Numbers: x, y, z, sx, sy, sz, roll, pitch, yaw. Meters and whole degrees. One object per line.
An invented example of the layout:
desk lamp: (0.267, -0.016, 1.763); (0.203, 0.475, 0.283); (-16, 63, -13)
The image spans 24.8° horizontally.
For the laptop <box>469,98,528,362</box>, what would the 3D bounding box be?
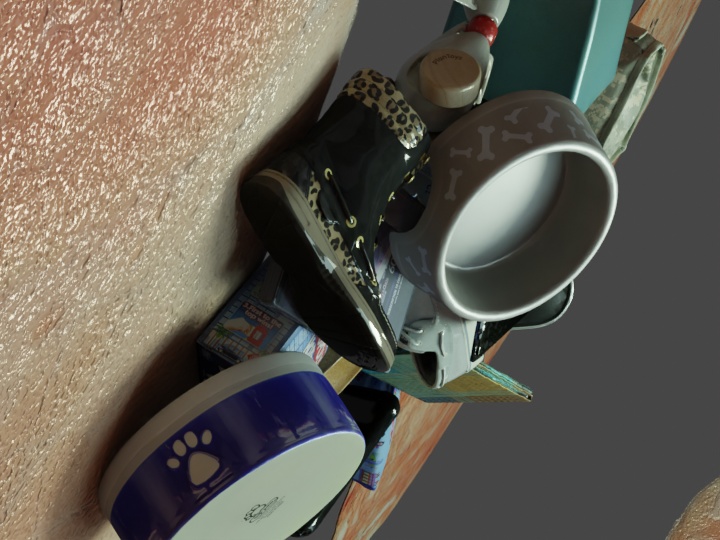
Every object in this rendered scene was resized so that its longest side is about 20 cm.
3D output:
laptop: (0.116, -0.052, 1.490); (0.177, 0.102, 0.202); (-35, 140, -51)

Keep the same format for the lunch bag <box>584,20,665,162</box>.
lunch bag: (0.222, -0.213, 1.717); (0.118, 0.163, 0.201); (-45, 163, -35)

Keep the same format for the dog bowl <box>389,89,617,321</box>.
dog bowl: (0.122, -0.044, 1.323); (0.198, 0.059, 0.202); (-20, 135, -20)

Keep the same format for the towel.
towel: (0.077, 0.106, 1.729); (0.199, 0.145, 0.022); (30, 63, -51)

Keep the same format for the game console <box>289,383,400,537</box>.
game console: (-0.063, 0.216, 1.669); (0.200, 0.174, 0.117); (-52, 138, -39)

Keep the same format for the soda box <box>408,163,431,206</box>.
soda box: (0.045, -0.037, 1.627); (0.068, 0.063, 0.201); (-44, 160, -47)

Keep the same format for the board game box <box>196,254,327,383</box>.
board game box: (-0.057, 0.040, 1.377); (0.201, 0.061, 0.201); (-55, 167, -24)

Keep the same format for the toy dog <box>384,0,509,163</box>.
toy dog: (0.059, -0.179, 1.339); (0.200, 0.095, 0.133); (-67, 172, -60)

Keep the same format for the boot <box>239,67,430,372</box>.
boot: (0.002, -0.037, 1.232); (0.151, 0.073, 0.201); (-53, 127, -29)

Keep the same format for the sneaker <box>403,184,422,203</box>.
sneaker: (0.000, 0.000, 1.517); (0.115, 0.080, 0.200); (-52, 160, -21)

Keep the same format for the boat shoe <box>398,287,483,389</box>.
boat shoe: (0.064, 0.050, 1.516); (0.071, 0.070, 0.201); (-39, 146, -12)

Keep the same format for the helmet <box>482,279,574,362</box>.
helmet: (0.127, 0.002, 1.760); (0.189, 0.202, 0.200); (-23, 173, 9)

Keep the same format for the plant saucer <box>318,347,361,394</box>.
plant saucer: (-0.053, 0.111, 1.551); (0.200, 0.035, 0.200); (-45, 171, -9)

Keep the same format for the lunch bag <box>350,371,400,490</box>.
lunch bag: (0.017, 0.124, 1.889); (0.151, 0.093, 0.201); (98, 15, -56)

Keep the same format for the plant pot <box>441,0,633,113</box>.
plant pot: (0.170, -0.261, 1.460); (0.141, 0.140, 0.202); (-46, 155, -51)

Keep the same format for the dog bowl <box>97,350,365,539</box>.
dog bowl: (-0.096, 0.155, 1.252); (0.199, 0.079, 0.201); (-32, 157, -15)

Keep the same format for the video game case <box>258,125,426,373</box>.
video game case: (-0.006, -0.012, 1.315); (0.200, 0.019, 0.144); (35, 69, -58)
